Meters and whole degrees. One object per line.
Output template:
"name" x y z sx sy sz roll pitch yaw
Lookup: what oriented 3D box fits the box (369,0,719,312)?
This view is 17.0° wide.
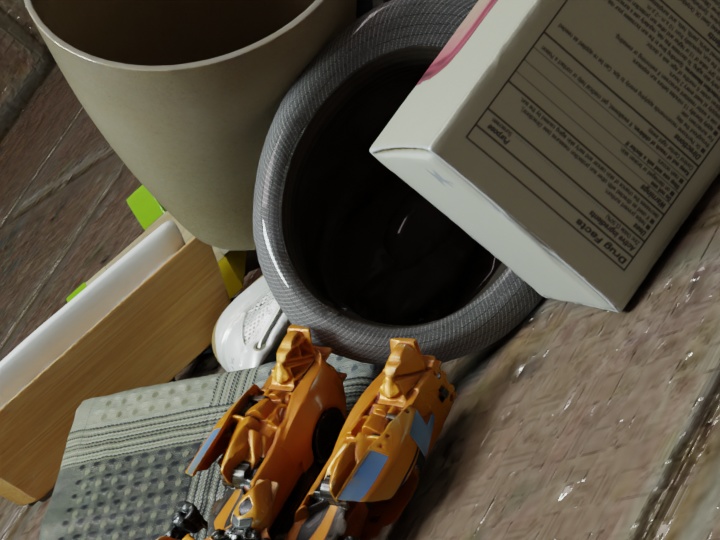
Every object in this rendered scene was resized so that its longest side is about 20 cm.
"box" 0.120 -0.098 1.180 0.200 0.128 0.109 -53 15 -7

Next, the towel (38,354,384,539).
"towel" -0.084 0.127 1.283 0.199 0.035 0.193 -11 41 22

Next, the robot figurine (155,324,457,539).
"robot figurine" -0.040 0.119 1.187 0.144 0.058 0.201 4 48 37

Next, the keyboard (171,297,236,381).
"keyboard" -0.119 0.058 1.731 0.104 0.040 0.200 -32 7 -21

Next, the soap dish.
"soap dish" -0.169 0.064 1.498 0.200 0.081 0.157 -42 3 -14

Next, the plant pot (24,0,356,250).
"plant pot" -0.080 -0.112 1.380 0.201 0.186 0.188 77 -146 -49

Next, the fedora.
"fedora" 0.036 -0.039 1.293 0.201 0.176 0.090 -65 -12 -7

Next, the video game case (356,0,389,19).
"video game case" -0.014 -0.167 1.442 0.200 0.023 0.184 -150 56 -69

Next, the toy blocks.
"toy blocks" -0.096 -0.023 1.695 0.200 0.100 0.136 -38 -9 38

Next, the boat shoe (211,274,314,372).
"boat shoe" 0.000 0.000 1.437 0.200 0.071 0.069 -48 32 0
